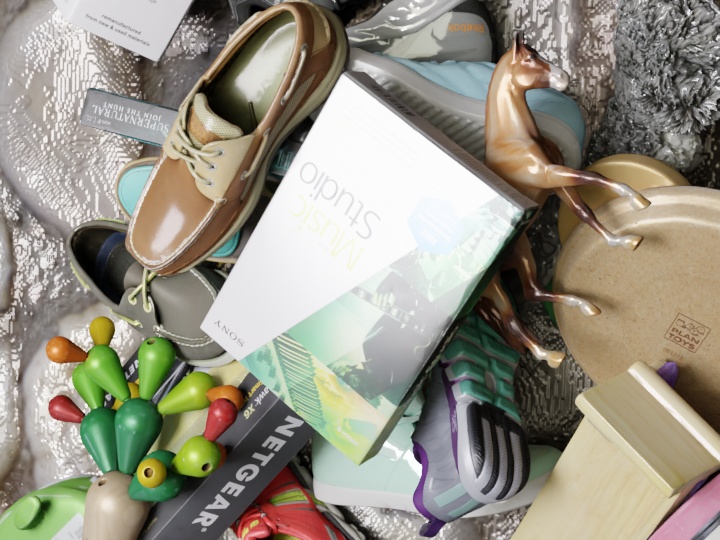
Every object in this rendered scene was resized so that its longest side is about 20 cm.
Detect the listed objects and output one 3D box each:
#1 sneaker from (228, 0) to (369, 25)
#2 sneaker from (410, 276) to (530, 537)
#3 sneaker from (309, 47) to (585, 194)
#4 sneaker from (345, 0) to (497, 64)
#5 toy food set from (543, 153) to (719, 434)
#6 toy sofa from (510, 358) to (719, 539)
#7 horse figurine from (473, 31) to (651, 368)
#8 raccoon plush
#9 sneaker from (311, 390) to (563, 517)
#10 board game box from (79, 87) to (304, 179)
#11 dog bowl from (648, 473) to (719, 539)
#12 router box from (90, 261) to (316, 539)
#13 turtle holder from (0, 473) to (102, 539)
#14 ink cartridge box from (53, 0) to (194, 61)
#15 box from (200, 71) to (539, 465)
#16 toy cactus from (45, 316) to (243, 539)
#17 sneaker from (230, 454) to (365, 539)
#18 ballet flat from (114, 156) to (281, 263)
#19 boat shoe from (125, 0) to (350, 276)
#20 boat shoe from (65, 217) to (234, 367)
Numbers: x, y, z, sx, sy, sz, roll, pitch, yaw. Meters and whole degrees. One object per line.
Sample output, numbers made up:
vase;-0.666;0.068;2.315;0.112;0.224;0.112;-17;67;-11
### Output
sneaker;-0.014;-0.212;0.947;0.198;0.071;0.099;-1;94;23
sneaker;0.060;0.079;0.902;0.074;0.201;0.087;31;129;-24
sneaker;0.055;-0.109;0.894;0.198;0.082;0.074;21;128;6
sneaker;0.005;-0.138;0.947;0.198;0.074;0.080;-23;92;21
toy food set;0.213;0.027;0.858;0.198;0.049;0.200;16;131;18
toy sofa;0.160;0.157;0.860;0.083;0.097;0.201;47;134;28
horse figurine;0.104;-0.028;0.831;0.132;0.050;0.201;40;135;21
raccoon plush;0.165;-0.138;0.858;0.200;0.097;0.134;43;109;-13
sneaker;0.050;0.107;0.948;0.198;0.074;0.120;-2;100;23
board game box;-0.081;-0.085;0.948;0.198;0.135;0.029;16;92;20
dog bowl;0.230;0.192;0.834;0.074;0.199;0.201;45;109;28
router box;-0.109;0.095;0.980;0.200;0.052;0.158;-49;43;18
turtle holder;-0.218;0.247;1.036;0.139;0.132;0.188;19;102;17
ink cartridge box;-0.149;-0.276;0.951;0.201;0.083;0.145;-57;40;16
box;0.000;0.000;0.832;0.144;0.036;0.201;38;113;17
toy cactus;-0.164;0.127;0.924;0.199;0.102;0.167;18;94;41
sneaker;-0.068;0.184;0.993;0.199;0.085;0.078;36;107;24
ballet flat;-0.077;-0.037;0.958;0.198;0.063;0.069;17;107;1
boat shoe;-0.088;-0.089;0.841;0.075;0.074;0.201;38;99;17
boat shoe;-0.151;0.013;0.977;0.201;0.060;0.073;27;88;48
